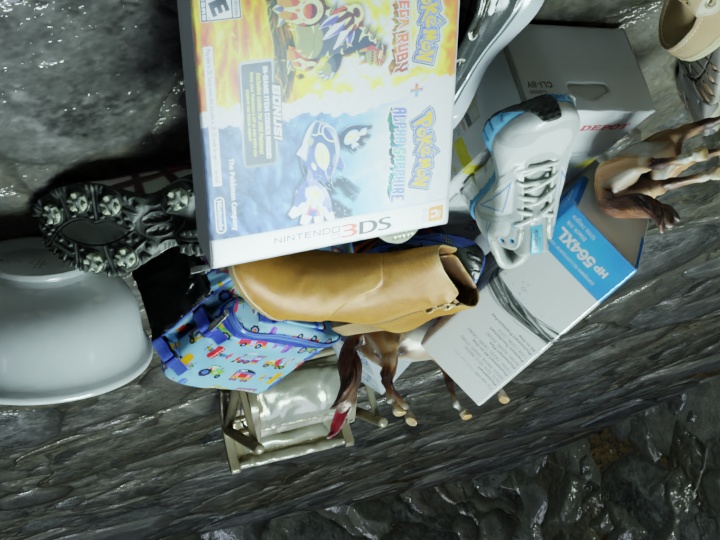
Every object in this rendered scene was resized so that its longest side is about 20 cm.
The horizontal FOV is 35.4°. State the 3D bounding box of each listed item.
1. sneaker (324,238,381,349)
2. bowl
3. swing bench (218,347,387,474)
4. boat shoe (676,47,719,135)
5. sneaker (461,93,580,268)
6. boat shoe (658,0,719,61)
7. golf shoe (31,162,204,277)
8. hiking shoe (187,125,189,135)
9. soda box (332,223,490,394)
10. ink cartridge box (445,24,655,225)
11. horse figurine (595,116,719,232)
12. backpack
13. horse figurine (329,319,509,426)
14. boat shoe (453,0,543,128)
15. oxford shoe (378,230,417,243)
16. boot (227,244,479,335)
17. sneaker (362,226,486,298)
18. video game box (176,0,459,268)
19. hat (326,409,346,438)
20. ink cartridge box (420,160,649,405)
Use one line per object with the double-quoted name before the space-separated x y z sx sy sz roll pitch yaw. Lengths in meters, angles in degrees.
"sneaker" -0.035 0.019 1.172 0.199 0.114 0.077 -29 159 32
"bowl" -0.275 0.029 0.960 0.197 0.092 0.202 5 -160 -2
"swing bench" -0.092 0.198 1.626 0.196 0.132 0.200 -11 166 -20
"boat shoe" 0.320 -0.183 0.985 0.071 0.077 0.200 -27 167 8
"sneaker" 0.131 -0.061 0.862 0.074 0.088 0.201 -12 160 -7
"boat shoe" 0.247 -0.225 0.802 0.063 0.072 0.201 -6 152 -11
"golf shoe" -0.168 -0.047 0.917 0.197 0.078 0.088 -4 -159 18
"hiking shoe" -0.039 -0.094 0.880 0.198 0.088 0.074 -3 158 -36
"soda box" 0.056 0.028 1.176 0.200 0.063 0.069 -46 141 -21
"ink cartridge box" 0.130 -0.120 0.962 0.143 0.085 0.200 -6 159 -31
"horse figurine" 0.247 -0.083 0.933 0.131 0.051 0.200 -17 -167 39
"backpack" -0.087 0.009 1.052 0.199 0.136 0.182 -34 150 26
"horse figurine" 0.053 0.082 1.074 0.197 0.134 0.050 -3 144 -33
"boat shoe" 0.062 -0.164 0.815 0.056 0.070 0.200 -2 150 -29
"oxford shoe" -0.003 -0.101 0.842 0.075 0.057 0.201 -47 132 -15
"boot" 0.000 0.001 0.921 0.142 0.072 0.200 -17 153 31
"sneaker" 0.057 -0.016 1.050 0.078 0.076 0.199 -46 -161 -20
"video game box" -0.024 -0.110 0.752 0.179 0.047 0.203 -13 125 -19
"hat" 0.051 0.061 1.262 0.163 0.179 0.200 -5 159 -32
"ink cartridge box" 0.159 0.009 1.027 0.200 0.084 0.146 -44 -177 27
